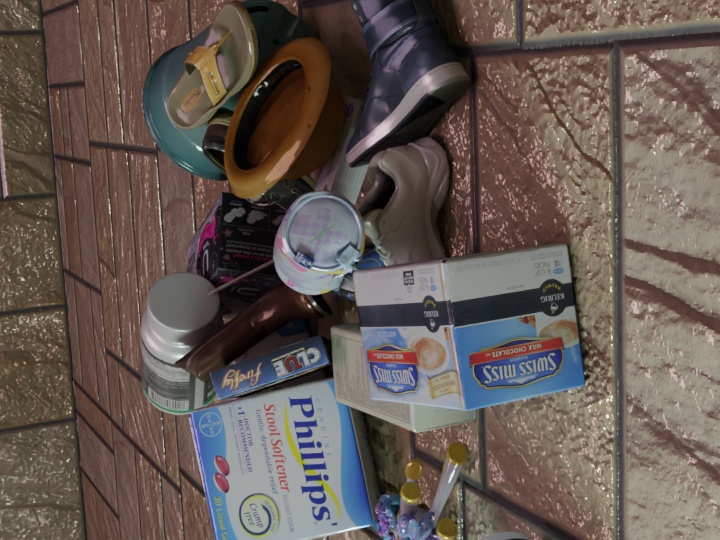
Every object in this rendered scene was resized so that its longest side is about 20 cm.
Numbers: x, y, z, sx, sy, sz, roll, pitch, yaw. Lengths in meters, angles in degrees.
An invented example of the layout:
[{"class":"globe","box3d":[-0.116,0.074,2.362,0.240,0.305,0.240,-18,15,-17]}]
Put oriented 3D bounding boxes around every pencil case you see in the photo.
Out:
[{"class":"pencil case","box3d":[-0.045,-0.025,1.225,0.084,0.090,0.200,-61,4,-10]}]

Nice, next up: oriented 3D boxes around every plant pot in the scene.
[{"class":"plant pot","box3d":[-0.156,-0.244,1.507,0.196,0.199,0.202,-27,71,55]}]

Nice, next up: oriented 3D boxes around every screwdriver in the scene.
[{"class":"screwdriver","box3d":[-0.110,-0.015,1.479,0.028,0.199,0.029,55,-162,-37]}]

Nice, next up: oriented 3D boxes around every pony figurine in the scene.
[{"class":"pony figurine","box3d":[0.060,0.309,1.242,0.194,0.165,0.201,-76,-2,-49]}]

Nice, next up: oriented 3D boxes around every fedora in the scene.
[{"class":"fedora","box3d":[-0.078,-0.166,1.334,0.200,0.081,0.202,-29,50,41]}]

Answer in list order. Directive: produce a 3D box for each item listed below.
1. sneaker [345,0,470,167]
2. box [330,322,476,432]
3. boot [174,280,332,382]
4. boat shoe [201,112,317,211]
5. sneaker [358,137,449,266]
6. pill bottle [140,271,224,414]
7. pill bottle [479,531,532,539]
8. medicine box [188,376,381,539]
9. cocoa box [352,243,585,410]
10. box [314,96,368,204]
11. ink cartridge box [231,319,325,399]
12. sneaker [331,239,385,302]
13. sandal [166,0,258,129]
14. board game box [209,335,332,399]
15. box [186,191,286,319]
[{"class":"sneaker","box3d":[0.025,-0.209,1.217,0.202,0.077,0.147,-41,70,50]},{"class":"box","box3d":[0.042,0.111,1.277,0.200,0.077,0.096,-169,73,-64]},{"class":"boot","box3d":[-0.135,0.078,1.408,0.064,0.199,0.186,57,176,-4]},{"class":"boat shoe","box3d":[-0.123,-0.112,1.459,0.073,0.200,0.065,-26,33,49]},{"class":"sneaker","box3d":[0.036,-0.039,1.227,0.078,0.099,0.202,21,115,59]},{"class":"pill bottle","box3d":[-0.241,0.099,1.563,0.201,0.112,0.114,104,149,-51]},{"class":"pill bottle","box3d":[0.164,0.336,1.031,0.200,0.112,0.113,45,136,52]},{"class":"medicine box","box3d":[-0.088,0.238,1.424,0.103,0.198,0.184,20,-123,-78]},{"class":"cocoa box","box3d":[0.096,0.053,1.081,0.200,0.132,0.132,173,89,-66]},{"class":"box","box3d":[-0.025,-0.099,1.339,0.039,0.041,0.201,35,108,59]},{"class":"ink cartridge box","box3d":[-0.107,0.161,1.562,0.067,0.115,0.201,103,149,-51]},{"class":"sneaker","box3d":[0.000,0.000,1.372,0.078,0.075,0.200,-67,23,-3]},{"class":"sandal","box3d":[-0.184,-0.233,1.370,0.081,0.054,0.200,56,132,9]},{"class":"board game box","box3d":[-0.099,0.118,1.397,0.200,0.134,0.035,64,-173,-84]},{"class":"box","box3d":[-0.161,-0.011,1.601,0.200,0.131,0.116,137,137,-60]}]
